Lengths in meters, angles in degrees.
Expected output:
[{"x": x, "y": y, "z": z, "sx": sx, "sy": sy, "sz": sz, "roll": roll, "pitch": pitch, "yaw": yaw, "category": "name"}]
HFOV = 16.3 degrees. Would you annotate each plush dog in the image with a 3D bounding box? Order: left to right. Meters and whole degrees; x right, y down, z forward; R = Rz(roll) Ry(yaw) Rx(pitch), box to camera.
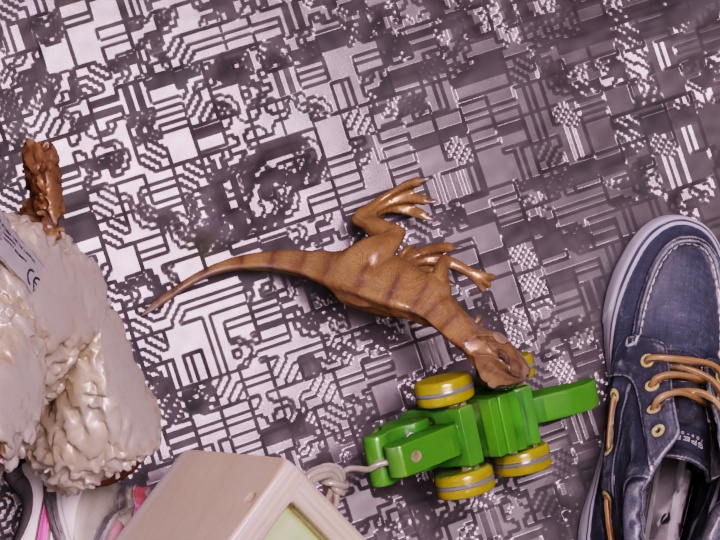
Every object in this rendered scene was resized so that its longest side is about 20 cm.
[{"x": -0.206, "y": 0.031, "z": 1.164, "sx": 0.170, "sy": 0.200, "sz": 0.162, "roll": -10, "pitch": 83, "yaw": 23, "category": "plush dog"}]

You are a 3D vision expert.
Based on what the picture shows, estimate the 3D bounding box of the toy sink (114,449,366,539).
[{"x": -0.032, "y": 0.199, "z": 1.187, "sx": 0.200, "sy": 0.112, "sz": 0.131, "roll": 49, "pitch": 65, "yaw": -23, "category": "toy sink"}]

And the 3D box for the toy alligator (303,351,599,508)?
[{"x": 0.034, "y": 0.085, "z": 1.261, "sx": 0.199, "sy": 0.054, "sz": 0.060, "roll": -17, "pitch": 97, "yaw": -36, "category": "toy alligator"}]

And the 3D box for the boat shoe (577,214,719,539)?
[{"x": 0.163, "y": 0.068, "z": 1.287, "sx": 0.070, "sy": 0.091, "sz": 0.202, "roll": 10, "pitch": 83, "yaw": -12, "category": "boat shoe"}]

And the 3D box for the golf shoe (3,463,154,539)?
[{"x": -0.162, "y": 0.192, "z": 1.228, "sx": 0.091, "sy": 0.073, "sz": 0.201, "roll": 16, "pitch": 76, "yaw": 6, "category": "golf shoe"}]

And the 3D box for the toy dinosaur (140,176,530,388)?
[{"x": 0.000, "y": 0.000, "z": 1.270, "sx": 0.199, "sy": 0.061, "sz": 0.106, "roll": 16, "pitch": 36, "yaw": 23, "category": "toy dinosaur"}]
